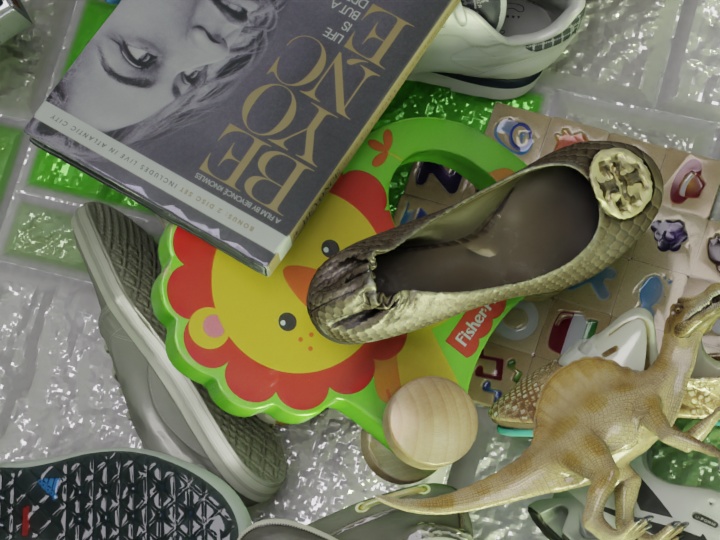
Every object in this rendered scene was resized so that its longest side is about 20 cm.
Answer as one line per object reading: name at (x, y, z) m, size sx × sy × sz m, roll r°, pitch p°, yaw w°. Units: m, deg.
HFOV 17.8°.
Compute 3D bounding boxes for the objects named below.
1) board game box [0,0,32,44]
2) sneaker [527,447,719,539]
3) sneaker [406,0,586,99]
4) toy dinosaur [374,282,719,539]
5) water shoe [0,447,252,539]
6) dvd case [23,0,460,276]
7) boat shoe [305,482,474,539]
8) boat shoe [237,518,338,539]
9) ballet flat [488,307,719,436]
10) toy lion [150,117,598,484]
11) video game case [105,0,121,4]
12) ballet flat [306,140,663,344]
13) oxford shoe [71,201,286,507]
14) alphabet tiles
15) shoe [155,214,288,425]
board game box at (-0.284, -0.189, 1.293) m, size 0.126 × 0.035 × 0.200 m, roll -31°, pitch 74°, yaw 5°
sneaker at (0.182, 0.158, 1.152) m, size 0.088 × 0.074 × 0.200 m, roll -42°, pitch 68°, yaw -8°
sneaker at (0.021, -0.139, 1.228) m, size 0.199 × 0.080 × 0.077 m, roll -2°, pitch 76°, yaw -20°
toy dinosaur at (0.115, 0.092, 1.132) m, size 0.200 × 0.058 × 0.101 m, roll -35°, pitch 62°, yaw -3°
water shoe at (-0.144, 0.132, 1.212) m, size 0.199 × 0.079 × 0.072 m, roll 3°, pitch 75°, yaw 17°
dvd case at (-0.055, -0.111, 1.175) m, size 0.148 × 0.016 × 0.200 m, roll 29°, pitch 71°, yaw 14°
boat shoe at (-0.033, 0.167, 1.192) m, size 0.201 × 0.072 × 0.060 m, roll -21°, pitch 43°, yaw 14°
boat shoe at (0.010, 0.205, 1.129) m, size 0.067 × 0.057 × 0.200 m, roll -37°, pitch 102°, yaw 18°
ballet flat at (0.164, 0.050, 1.181) m, size 0.199 × 0.071 × 0.066 m, roll -2°, pitch 101°, yaw 1°
toy lion at (0.000, 0.000, 1.183) m, size 0.192 × 0.069 × 0.200 m, roll 39°, pitch 71°, yaw -4°
video game case at (-0.142, -0.231, 1.301) m, size 0.200 × 0.143 × 0.018 m, roll 53°, pitch 127°, yaw 19°
ballet flat at (0.066, -0.016, 1.146) m, size 0.199 × 0.046 × 0.068 m, roll -20°, pitch 78°, yaw -15°
oxford shoe at (-0.111, 0.049, 1.242) m, size 0.058 × 0.075 × 0.200 m, roll -41°, pitch 68°, yaw 25°
alphabet tiles at (0.110, 0.001, 1.248) m, size 0.199 × 0.006 × 0.167 m, roll 16°, pitch 77°, yaw 14°
shoe at (-0.080, 0.000, 1.247) m, size 0.053 × 0.070 × 0.201 m, roll -16°, pitch 62°, yaw -8°
